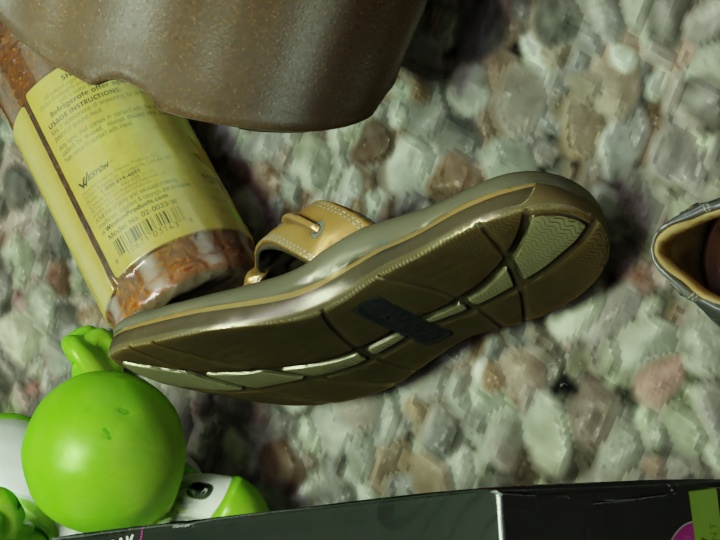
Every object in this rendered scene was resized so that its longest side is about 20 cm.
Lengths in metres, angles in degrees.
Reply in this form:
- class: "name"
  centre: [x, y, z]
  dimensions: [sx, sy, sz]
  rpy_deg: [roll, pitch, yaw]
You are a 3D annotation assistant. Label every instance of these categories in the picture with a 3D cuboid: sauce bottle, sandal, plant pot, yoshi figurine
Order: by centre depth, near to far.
- class: "plant pot"
  centre: [-0.034, -0.166, 0.975]
  dimensions: [0.200, 0.200, 0.199]
  rpy_deg: [38, 120, 37]
- class: "sandal"
  centre: [0.000, 0.000, 1.011]
  dimensions: [0.199, 0.080, 0.054]
  rpy_deg: [-23, 54, 33]
- class: "yoshi figurine"
  centre: [-0.124, 0.073, 1.100]
  dimensions: [0.199, 0.112, 0.113]
  rpy_deg: [2, 83, 40]
- class: "sauce bottle"
  centre: [-0.102, -0.061, 1.110]
  dimensions: [0.066, 0.066, 0.201]
  rpy_deg: [-44, 60, 32]

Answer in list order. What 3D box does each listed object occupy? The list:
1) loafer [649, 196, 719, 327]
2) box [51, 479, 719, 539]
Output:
- class: "loafer"
  centre: [0.175, 0.009, 0.845]
  dimensions: [0.199, 0.072, 0.073]
  rpy_deg: [3, 89, 42]
- class: "box"
  centre: [0.015, 0.147, 0.917]
  dimensions: [0.199, 0.124, 0.150]
  rpy_deg: [-11, 81, 43]
